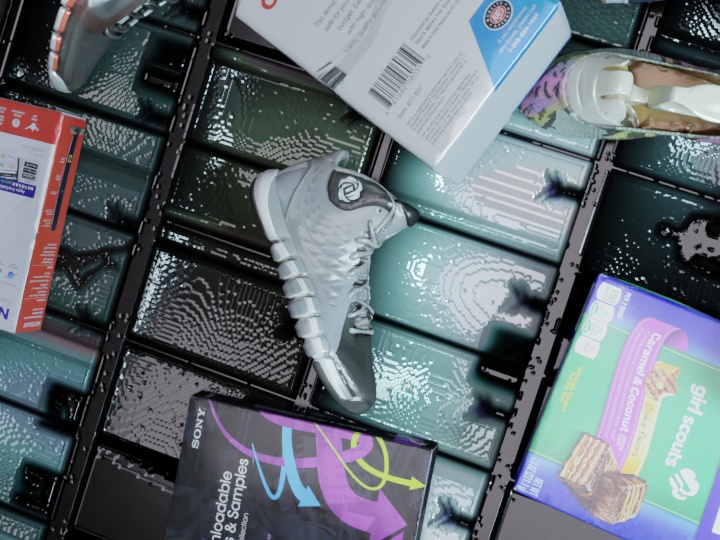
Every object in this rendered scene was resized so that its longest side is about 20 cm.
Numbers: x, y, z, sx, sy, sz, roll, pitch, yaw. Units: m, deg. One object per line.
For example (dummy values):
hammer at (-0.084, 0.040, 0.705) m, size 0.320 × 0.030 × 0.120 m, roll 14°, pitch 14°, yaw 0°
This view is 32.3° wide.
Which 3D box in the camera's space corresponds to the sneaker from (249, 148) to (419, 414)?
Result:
sneaker at (0.000, 0.000, 0.940) m, size 0.115 × 0.075 × 0.201 m, roll -23°, pitch 86°, yaw 8°

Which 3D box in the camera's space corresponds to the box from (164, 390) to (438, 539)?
box at (-0.050, 0.185, 0.970) m, size 0.199 × 0.036 × 0.144 m, roll 11°, pitch 93°, yaw 12°

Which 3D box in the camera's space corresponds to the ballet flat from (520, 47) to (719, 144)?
ballet flat at (0.213, -0.126, 0.898) m, size 0.199 × 0.071 × 0.070 m, roll 8°, pitch 93°, yaw 11°

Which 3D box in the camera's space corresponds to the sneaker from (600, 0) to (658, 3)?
sneaker at (0.232, -0.293, 0.892) m, size 0.108 × 0.070 × 0.202 m, roll 5°, pitch 98°, yaw 15°

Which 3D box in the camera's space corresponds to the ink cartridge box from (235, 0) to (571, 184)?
ink cartridge box at (0.031, -0.183, 0.915) m, size 0.200 × 0.084 × 0.146 m, roll 40°, pitch 97°, yaw 16°

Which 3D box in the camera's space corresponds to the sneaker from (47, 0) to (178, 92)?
sneaker at (-0.180, -0.221, 0.973) m, size 0.082 × 0.077 × 0.201 m, roll 25°, pitch 106°, yaw -11°

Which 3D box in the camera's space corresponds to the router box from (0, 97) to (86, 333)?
router box at (-0.340, -0.060, 1.015) m, size 0.199 × 0.049 × 0.181 m, roll 13°, pitch 93°, yaw 10°

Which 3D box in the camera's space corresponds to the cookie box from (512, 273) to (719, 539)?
cookie box at (0.233, 0.117, 0.895) m, size 0.199 × 0.075 × 0.172 m, roll 22°, pitch 93°, yaw 9°
